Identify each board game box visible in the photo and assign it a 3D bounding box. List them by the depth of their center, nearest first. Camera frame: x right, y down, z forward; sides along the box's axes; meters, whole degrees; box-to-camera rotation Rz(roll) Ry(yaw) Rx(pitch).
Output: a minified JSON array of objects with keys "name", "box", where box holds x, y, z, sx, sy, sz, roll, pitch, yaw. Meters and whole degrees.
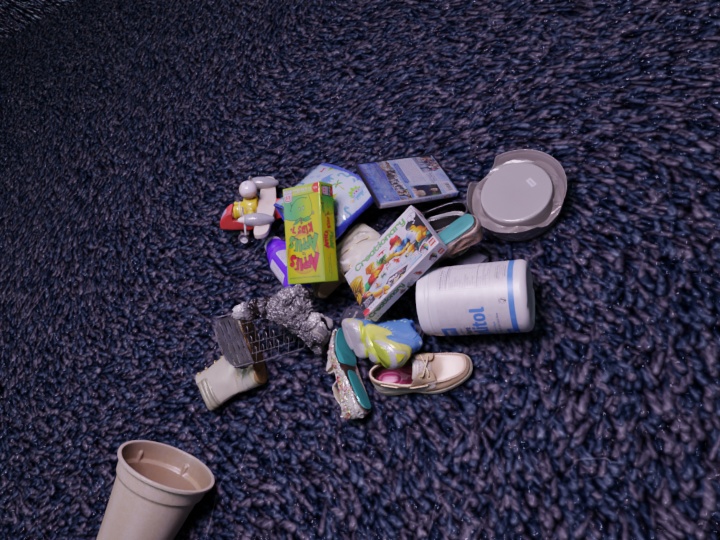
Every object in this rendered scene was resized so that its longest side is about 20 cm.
[{"name":"board game box","box":[0.063,-0.014,1.054,0.200,0.034,0.127,-47,42,16]},{"name":"board game box","box":[-0.105,-0.074,1.136,0.101,0.047,0.202,-5,87,35]}]

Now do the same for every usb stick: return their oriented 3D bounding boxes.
[{"name":"usb stick","box":[0.045,0.118,1.127,0.198,0.033,0.056,13,70,32]},{"name":"usb stick","box":[0.179,-0.046,1.141,0.199,0.033,0.056,34,79,36]}]

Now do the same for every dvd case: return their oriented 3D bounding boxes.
[{"name":"dvd case","box":[0.104,-0.201,1.216,0.198,0.018,0.143,-11,50,-20]}]

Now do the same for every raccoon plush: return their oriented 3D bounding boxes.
[{"name":"raccoon plush","box":[-0.154,0.120,1.128,0.198,0.097,0.135,-19,61,4]}]

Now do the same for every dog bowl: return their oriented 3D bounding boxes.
[{"name":"dog bowl","box":[0.322,-0.150,1.121,0.198,0.059,0.202,-12,59,20]}]

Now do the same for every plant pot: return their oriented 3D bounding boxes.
[{"name":"plant pot","box":[-0.420,0.469,1.084,0.199,0.200,0.185,23,87,34]}]

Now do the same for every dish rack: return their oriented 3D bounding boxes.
[{"name":"dish rack","box":[-0.209,0.126,1.181,0.198,0.055,0.154,-14,50,-25]}]

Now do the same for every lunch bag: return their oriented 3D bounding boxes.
[{"name":"lunch bag","box":[-0.070,-0.143,1.249,0.170,0.128,0.199,-46,37,-17]}]

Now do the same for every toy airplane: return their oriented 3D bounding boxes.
[{"name":"toy airplane","box":[-0.244,-0.164,1.358,0.199,0.142,0.199,19,57,44]}]

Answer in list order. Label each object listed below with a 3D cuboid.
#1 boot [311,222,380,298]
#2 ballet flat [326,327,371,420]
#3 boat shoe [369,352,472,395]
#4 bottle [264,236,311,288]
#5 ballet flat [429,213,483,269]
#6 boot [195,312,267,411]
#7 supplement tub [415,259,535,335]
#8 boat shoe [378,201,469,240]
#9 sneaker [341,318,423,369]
[{"name":"boot","box":[0.000,0.000,1.179,0.154,0.072,0.200,29,71,35]},{"name":"ballet flat","box":[-0.037,0.209,1.096,0.064,0.075,0.201,-38,48,23]},{"name":"boat shoe","box":[0.109,0.192,1.030,0.198,0.069,0.074,-16,57,18]},{"name":"bottle","box":[-0.169,-0.017,1.275,0.200,0.083,0.066,44,124,48]},{"name":"ballet flat","box":[0.154,-0.036,1.078,0.199,0.067,0.069,-27,47,21]},{"name":"boot","box":[-0.301,0.198,1.234,0.154,0.072,0.201,-31,54,11]},{"name":"supplement tub","box":[0.215,0.053,1.017,0.198,0.132,0.133,-7,61,24]},{"name":"boat shoe","box":[0.128,-0.089,1.120,0.199,0.063,0.074,-17,50,4]},{"name":"sneaker","box":[0.047,0.131,1.069,0.104,0.076,0.200,-20,25,-26]}]
